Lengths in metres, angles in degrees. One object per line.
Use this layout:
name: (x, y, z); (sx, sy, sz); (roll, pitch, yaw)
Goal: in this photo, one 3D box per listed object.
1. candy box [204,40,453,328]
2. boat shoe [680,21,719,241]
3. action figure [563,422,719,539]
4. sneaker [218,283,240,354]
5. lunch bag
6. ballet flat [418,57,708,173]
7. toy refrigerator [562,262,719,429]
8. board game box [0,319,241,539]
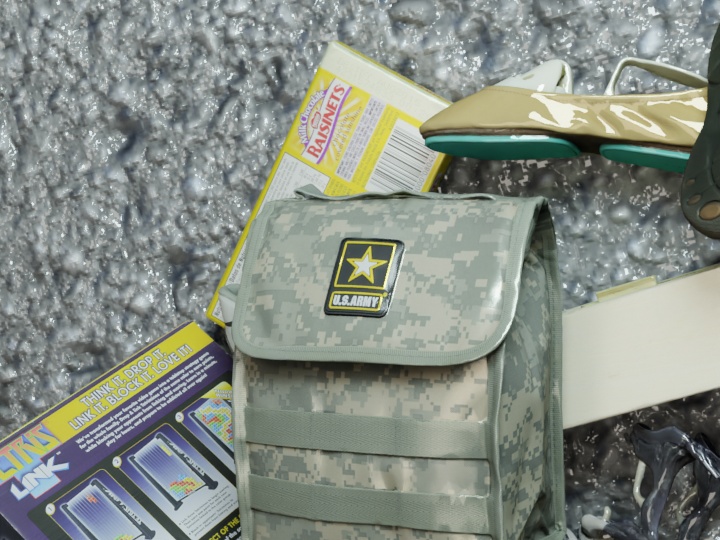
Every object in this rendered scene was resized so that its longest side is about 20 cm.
candy box: (-0.016, -0.033, 0.868); (0.102, 0.026, 0.201); (31, 105, 16)
boat shoe: (0.228, -0.092, 0.715); (0.074, 0.076, 0.201); (30, 69, -21)
action figure: (0.140, 0.182, 0.772); (0.200, 0.119, 0.102); (-50, 39, 11)
sneaker: (0.000, 0.000, 0.813); (0.199, 0.074, 0.089); (-28, 95, 14)
lunch bag: (0.020, 0.054, 0.723); (0.163, 0.117, 0.202); (1, 97, 26)
ballet flat: (0.134, -0.092, 0.787); (0.199, 0.069, 0.064); (7, 84, 14)
toy refrigerator: (0.147, 0.044, 0.780); (0.199, 0.076, 0.070); (-19, 87, 23)
board game box: (-0.122, 0.142, 0.834); (0.165, 0.200, 0.057); (41, 135, 16)
